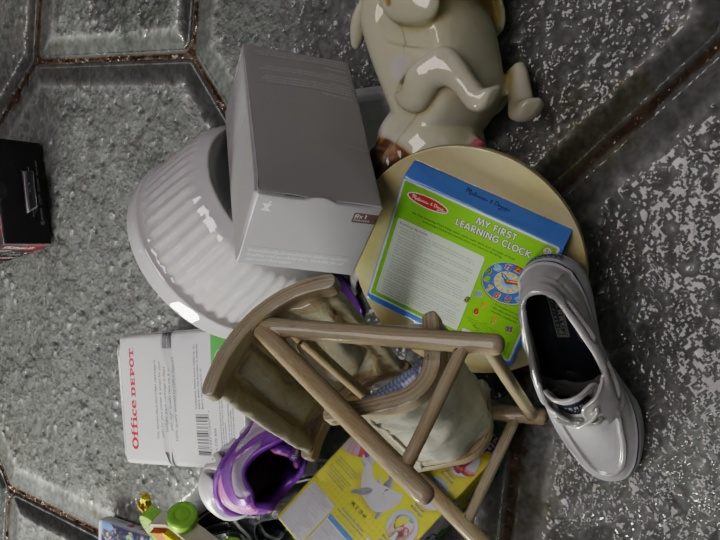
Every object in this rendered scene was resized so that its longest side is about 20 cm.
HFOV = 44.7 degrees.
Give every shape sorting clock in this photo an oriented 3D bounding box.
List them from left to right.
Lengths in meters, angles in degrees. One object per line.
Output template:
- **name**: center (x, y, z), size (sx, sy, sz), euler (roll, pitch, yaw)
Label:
- **shape sorting clock**: center (0.087, -0.007, 0.720), size (0.199, 0.039, 0.201), euler (13, 122, 22)

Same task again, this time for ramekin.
- **ramekin**: center (-0.110, -0.045, 0.838), size (0.105, 0.200, 0.201), euler (-37, 68, 34)

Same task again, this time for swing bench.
- **swing bench**: center (0.019, 0.105, 0.690), size (0.199, 0.199, 0.130), euler (21, 74, 28)

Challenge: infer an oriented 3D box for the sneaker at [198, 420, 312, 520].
- **sneaker**: center (-0.070, 0.152, 0.838), size (0.201, 0.080, 0.088), euler (-59, 22, -19)

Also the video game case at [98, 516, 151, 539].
- **video game case**: center (-0.259, 0.418, 1.071), size (0.182, 0.023, 0.201), euler (3, 93, 38)

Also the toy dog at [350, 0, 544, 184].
- **toy dog**: center (0.057, -0.157, 0.749), size (0.193, 0.139, 0.201), euler (4, 97, 32)

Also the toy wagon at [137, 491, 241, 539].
- **toy wagon**: center (-0.175, 0.310, 0.936), size (0.200, 0.040, 0.156), euler (27, 139, 26)

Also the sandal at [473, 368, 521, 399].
- **sandal**: center (0.118, 0.012, 0.765), size (0.075, 0.048, 0.201), euler (16, 113, 32)

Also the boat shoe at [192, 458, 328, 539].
- **boat shoe**: center (-0.104, 0.258, 0.917), size (0.199, 0.074, 0.068), euler (-24, 61, 26)

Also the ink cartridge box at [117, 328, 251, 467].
- **ink cartridge box**: center (-0.168, 0.135, 0.958), size (0.199, 0.084, 0.147), euler (-6, 87, 38)

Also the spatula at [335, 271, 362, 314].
- **spatula**: center (0.000, 0.000, 0.847), size (0.057, 0.020, 0.200), euler (57, 140, 23)

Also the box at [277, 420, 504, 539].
- **box**: center (0.034, 0.189, 0.787), size (0.200, 0.048, 0.117), euler (-47, 59, -2)

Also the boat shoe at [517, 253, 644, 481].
- **boat shoe**: center (0.162, 0.088, 0.670), size (0.073, 0.065, 0.201), euler (-17, 108, 31)

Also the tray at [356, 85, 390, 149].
- **tray**: center (-0.017, -0.129, 0.879), size (0.199, 0.022, 0.108), euler (1, 90, 38)

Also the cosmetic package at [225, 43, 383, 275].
- **cosmetic package**: center (-0.054, -0.098, 0.746), size (0.090, 0.106, 0.201), euler (116, 155, -45)

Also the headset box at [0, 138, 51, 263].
- **headset box**: center (-0.518, -0.091, 1.234), size (0.199, 0.077, 0.150), euler (-14, 82, 36)
